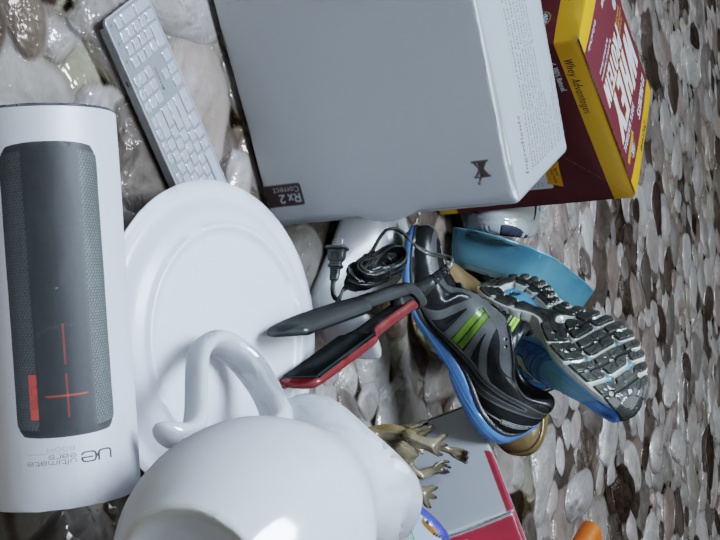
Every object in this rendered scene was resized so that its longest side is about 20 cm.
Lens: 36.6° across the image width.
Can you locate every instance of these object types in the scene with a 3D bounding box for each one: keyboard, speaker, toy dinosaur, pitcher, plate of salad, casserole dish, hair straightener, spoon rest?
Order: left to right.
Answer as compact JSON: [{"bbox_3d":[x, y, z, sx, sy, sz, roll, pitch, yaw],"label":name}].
[{"bbox_3d":[-0.159,0.020,0.560,0.081,0.081,0.201,-4,91,-61],"label":"speaker"},{"bbox_3d":[-0.116,-0.082,0.720,0.056,0.011,0.201,-56,134,-48],"label":"keyboard"},{"bbox_3d":[-0.098,0.043,0.694,0.200,0.048,0.201,8,80,-54],"label":"plate of salad"},{"bbox_3d":[-0.060,0.112,0.573,0.172,0.121,0.200,48,18,8],"label":"pitcher"},{"bbox_3d":[0.000,0.000,0.889,0.200,0.060,0.100,-72,148,-57],"label":"spoon rest"},{"bbox_3d":[0.006,0.012,0.764,0.200,0.041,0.077,-27,107,-47],"label":"hair straightener"},{"bbox_3d":[0.018,0.138,0.849,0.200,0.101,0.058,26,84,-56],"label":"toy dinosaur"},{"bbox_3d":[0.163,0.006,1.116,0.200,0.121,0.039,30,79,-57],"label":"casserole dish"}]

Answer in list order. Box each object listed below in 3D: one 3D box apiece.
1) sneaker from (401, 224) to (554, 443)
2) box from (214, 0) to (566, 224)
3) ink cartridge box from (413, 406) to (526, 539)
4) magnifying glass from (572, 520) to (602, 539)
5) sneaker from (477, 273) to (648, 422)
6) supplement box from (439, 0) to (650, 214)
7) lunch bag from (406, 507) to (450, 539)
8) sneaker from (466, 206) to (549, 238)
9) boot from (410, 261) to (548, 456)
[{"bbox_3d":[0.097,0.046,0.907,0.200,0.082,0.071,60,20,-4],"label":"sneaker"},{"bbox_3d":[0.024,-0.151,0.787,0.131,0.198,0.201,-42,122,-56],"label":"box"},{"bbox_3d":[0.105,0.244,0.949,0.146,0.082,0.201,-107,175,-60],"label":"ink cartridge box"},{"bbox_3d":[0.148,0.270,0.868,0.200,0.022,0.080,-39,122,-45],"label":"magnifying glass"},{"bbox_3d":[0.176,0.078,0.954,0.078,0.200,0.090,-15,121,-23],"label":"sneaker"},{"bbox_3d":[0.142,-0.171,1.003,0.197,0.199,0.133,55,41,-43],"label":"supplement box"},{"bbox_3d":[0.001,0.262,0.786,0.201,0.123,0.170,63,34,-8],"label":"lunch bag"},{"bbox_3d":[0.162,-0.114,1.133,0.199,0.079,0.130,-32,127,-59],"label":"sneaker"},{"bbox_3d":[0.114,0.089,1.069,0.200,0.066,0.176,24,54,-59],"label":"boot"}]
